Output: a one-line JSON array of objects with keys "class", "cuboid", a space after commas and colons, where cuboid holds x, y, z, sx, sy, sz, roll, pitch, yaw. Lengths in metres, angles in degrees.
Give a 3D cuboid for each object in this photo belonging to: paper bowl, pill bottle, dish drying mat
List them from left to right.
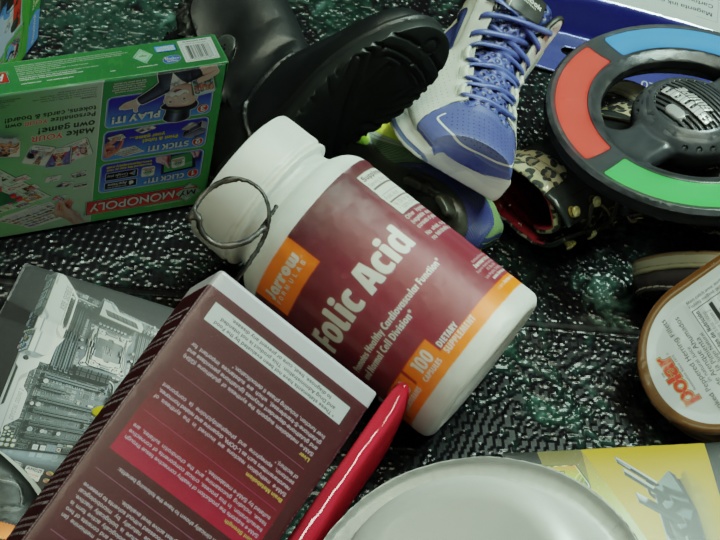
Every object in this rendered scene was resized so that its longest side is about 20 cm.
[{"class": "dish drying mat", "cuboid": [-0.028, 0.152, 1.015, 0.018, 0.077, 0.200, 32, 51, 8]}, {"class": "pill bottle", "cuboid": [0.000, 0.000, 1.108, 0.200, 0.114, 0.114, 38, 52, 8]}, {"class": "paper bowl", "cuboid": [0.060, 0.191, 0.943, 0.201, 0.104, 0.201, -8, 54, 11]}]

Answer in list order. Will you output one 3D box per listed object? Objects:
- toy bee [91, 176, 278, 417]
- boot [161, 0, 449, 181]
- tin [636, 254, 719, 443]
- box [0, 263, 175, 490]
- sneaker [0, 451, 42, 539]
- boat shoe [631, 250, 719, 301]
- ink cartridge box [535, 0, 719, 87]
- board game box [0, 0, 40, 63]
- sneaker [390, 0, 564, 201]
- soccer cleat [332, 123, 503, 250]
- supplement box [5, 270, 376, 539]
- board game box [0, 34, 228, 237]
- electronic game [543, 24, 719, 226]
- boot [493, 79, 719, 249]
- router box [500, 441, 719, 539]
[{"class": "toy bee", "cuboid": [-0.073, 0.067, 1.007, 0.131, 0.109, 0.200, 26, 74, -2]}, {"class": "boot", "cuboid": [-0.048, -0.156, 1.209, 0.076, 0.200, 0.168, 21, 38, -48]}, {"class": "tin", "cuboid": [0.268, 0.029, 1.130, 0.200, 0.042, 0.112, -37, 59, 14]}, {"class": "box", "cuboid": [-0.135, 0.094, 1.055, 0.200, 0.050, 0.158, 18, 50, 2]}, {"class": "sneaker", "cuboid": [-0.193, 0.166, 0.924, 0.070, 0.090, 0.200, -31, 72, 5]}, {"class": "boat shoe", "cuboid": [0.281, 0.029, 1.198, 0.200, 0.072, 0.065, 8, 81, 4]}, {"class": "ink cartridge box", "cuboid": [0.198, -0.230, 1.415, 0.196, 0.043, 0.200, 14, 47, -2]}, {"class": "board game box", "cuboid": [-0.266, -0.153, 1.166, 0.037, 0.151, 0.200, 22, 49, 4]}, {"class": "sneaker", "cuboid": [0.083, -0.141, 1.220, 0.081, 0.115, 0.199, 29, 24, -15]}, {"class": "soccer cleat", "cuboid": [0.021, -0.077, 1.243, 0.084, 0.065, 0.200, 2, 38, -52]}, {"class": "supplement box", "cuboid": [-0.093, 0.112, 0.898, 0.109, 0.061, 0.200, 39, 69, -10]}, {"class": "board game box", "cuboid": [-0.190, -0.081, 1.134, 0.200, 0.135, 0.029, -11, 54, -22]}, {"class": "electronic game", "cuboid": [0.226, -0.103, 1.217, 0.200, 0.042, 0.200, 3, 46, -3]}, {"class": "boot", "cuboid": [0.199, -0.045, 1.235, 0.154, 0.074, 0.204, -29, 53, -33]}, {"class": "router box", "cuboid": [0.172, 0.198, 1.038, 0.157, 0.052, 0.200, -2, 51, -14]}]
